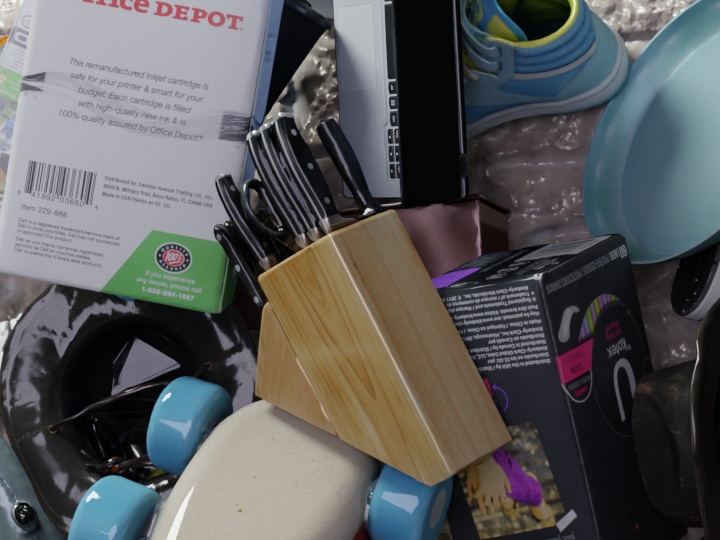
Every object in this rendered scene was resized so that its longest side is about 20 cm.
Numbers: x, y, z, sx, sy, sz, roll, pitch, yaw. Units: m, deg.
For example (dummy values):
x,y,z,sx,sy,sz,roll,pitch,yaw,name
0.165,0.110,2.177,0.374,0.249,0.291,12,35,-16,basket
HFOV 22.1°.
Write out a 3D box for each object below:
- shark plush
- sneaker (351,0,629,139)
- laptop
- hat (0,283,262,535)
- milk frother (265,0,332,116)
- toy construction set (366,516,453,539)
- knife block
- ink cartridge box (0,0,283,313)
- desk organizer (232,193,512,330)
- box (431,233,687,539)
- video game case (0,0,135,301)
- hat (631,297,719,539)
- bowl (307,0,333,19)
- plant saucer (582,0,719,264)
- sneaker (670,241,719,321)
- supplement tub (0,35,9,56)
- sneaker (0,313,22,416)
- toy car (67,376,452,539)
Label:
x,y,z,sx,sy,sz,roll,pitch,yaw,name
-0.231,0.183,1.244,0.091,0.083,0.200,-18,48,-13,shark plush
0.067,-0.146,1.221,0.199,0.131,0.080,-15,66,17,sneaker
0.004,-0.136,1.154,0.200,0.116,0.188,3,97,52,laptop
-0.142,0.090,1.251,0.200,0.081,0.201,-4,78,17,hat
-0.142,-0.147,1.299,0.180,0.200,0.188,34,98,-5,milk frother
-0.003,0.142,1.222,0.131,0.092,0.200,-41,64,26,toy construction set
0.001,0.007,1.064,0.200,0.064,0.176,25,121,32,knife block
-0.135,-0.087,1.144,0.145,0.084,0.201,11,97,3,ink cartridge box
0.000,0.000,1.258,0.199,0.072,0.077,-5,82,20,desk organizer
0.114,0.091,1.129,0.106,0.122,0.201,-8,99,34,box
-0.173,-0.099,1.198,0.143,0.018,0.200,24,97,1,video game case
0.212,0.099,1.104,0.081,0.200,0.201,2,81,37,hat
-0.015,-0.285,1.303,0.200,0.090,0.202,-3,80,20,bowl
0.218,-0.090,1.161,0.200,0.027,0.201,-41,34,36,plant saucer
0.269,-0.046,1.176,0.087,0.076,0.201,23,77,-10,sneaker
-0.294,-0.112,1.361,0.199,0.123,0.123,1,81,21,supplement tub
-0.242,0.046,1.338,0.199,0.079,0.130,29,90,22,sneaker
-0.056,0.196,1.127,0.184,0.200,0.177,17,46,19,toy car
